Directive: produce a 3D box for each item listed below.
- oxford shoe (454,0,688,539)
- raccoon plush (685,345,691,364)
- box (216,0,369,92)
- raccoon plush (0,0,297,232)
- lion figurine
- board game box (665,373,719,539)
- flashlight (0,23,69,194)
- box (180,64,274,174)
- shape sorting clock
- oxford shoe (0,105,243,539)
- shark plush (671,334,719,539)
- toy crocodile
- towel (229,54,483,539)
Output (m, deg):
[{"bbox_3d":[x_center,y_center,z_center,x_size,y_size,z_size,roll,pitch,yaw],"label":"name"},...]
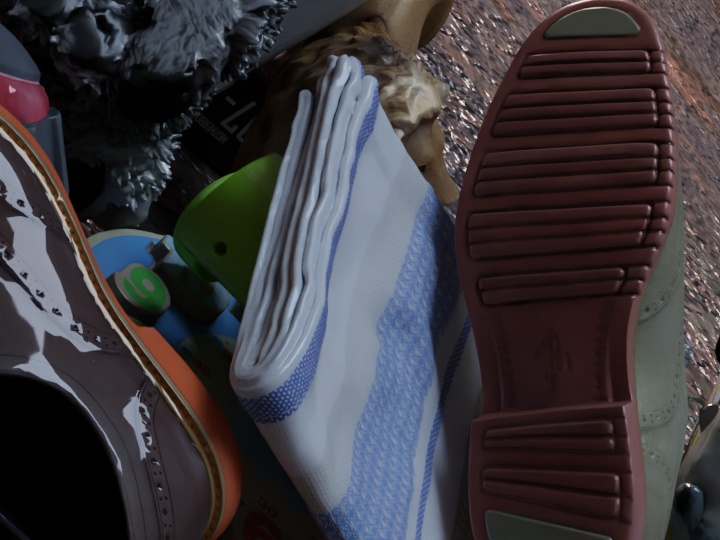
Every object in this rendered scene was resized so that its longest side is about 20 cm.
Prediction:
[{"bbox_3d":[0.073,0.013,0.926,0.074,0.071,0.200,31,64,-63],"label":"oxford shoe"},{"bbox_3d":[0.079,0.073,1.120,0.134,0.097,0.200,46,37,-46],"label":"raccoon plush"},{"bbox_3d":[-0.033,-0.180,1.101,0.106,0.152,0.200,56,11,-27],"label":"box"},{"bbox_3d":[-0.050,-0.089,0.962,0.097,0.200,0.134,55,-17,15],"label":"raccoon plush"},{"bbox_3d":[0.003,-0.083,1.097,0.072,0.123,0.200,24,45,-13],"label":"lion figurine"},{"bbox_3d":[0.228,0.094,1.116,0.200,0.103,0.105,25,34,6],"label":"board game box"},{"bbox_3d":[-0.129,-0.112,0.845,0.068,0.068,0.200,-121,-155,-76],"label":"flashlight"},{"bbox_3d":[-0.057,-0.105,1.250,0.160,0.044,0.200,41,17,-19],"label":"box"},{"bbox_3d":[-0.022,0.062,0.945,0.200,0.039,0.200,42,16,-15],"label":"shape sorting clock"},{"bbox_3d":[-0.113,0.007,0.797,0.200,0.071,0.073,46,21,0],"label":"oxford shoe"},{"bbox_3d":[0.159,0.091,1.055,0.083,0.200,0.091,4,1,12],"label":"shark plush"},{"bbox_3d":[0.000,0.000,0.977,0.068,0.062,0.200,48,16,29],"label":"toy crocodile"},{"bbox_3d":[0.022,0.048,0.902,0.200,0.024,0.147,59,31,-36],"label":"towel"}]
